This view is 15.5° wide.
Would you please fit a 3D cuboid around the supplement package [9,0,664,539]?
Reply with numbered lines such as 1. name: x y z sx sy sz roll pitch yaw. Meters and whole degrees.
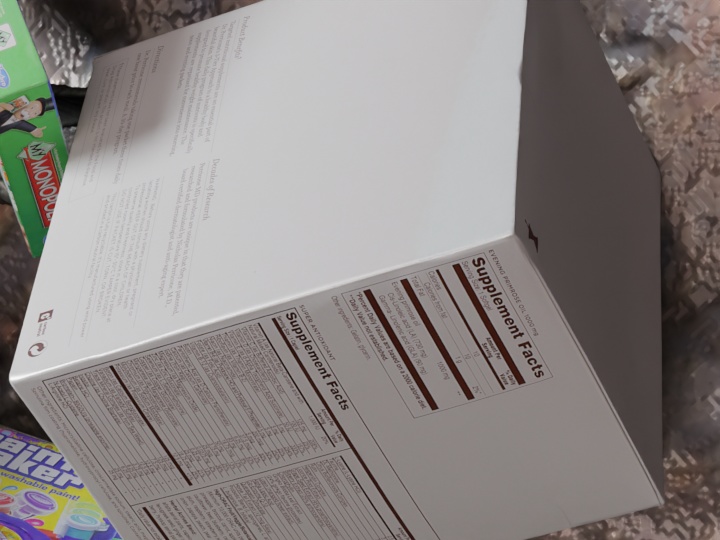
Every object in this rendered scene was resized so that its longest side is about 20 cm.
1. supplement package: 0.000 0.000 1.010 0.199 0.192 0.147 -16 129 20

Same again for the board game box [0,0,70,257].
1. board game box: -0.163 -0.121 1.081 0.029 0.135 0.201 -20 66 -8

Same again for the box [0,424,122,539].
1. box: -0.142 0.184 1.111 0.199 0.122 0.194 16 121 18

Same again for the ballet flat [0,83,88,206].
1. ballet flat: -0.129 -0.051 1.146 0.198 0.057 0.067 5 95 20
